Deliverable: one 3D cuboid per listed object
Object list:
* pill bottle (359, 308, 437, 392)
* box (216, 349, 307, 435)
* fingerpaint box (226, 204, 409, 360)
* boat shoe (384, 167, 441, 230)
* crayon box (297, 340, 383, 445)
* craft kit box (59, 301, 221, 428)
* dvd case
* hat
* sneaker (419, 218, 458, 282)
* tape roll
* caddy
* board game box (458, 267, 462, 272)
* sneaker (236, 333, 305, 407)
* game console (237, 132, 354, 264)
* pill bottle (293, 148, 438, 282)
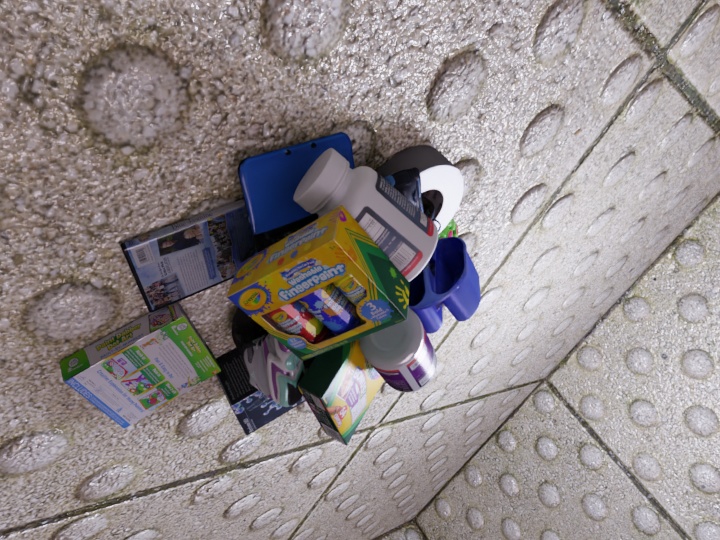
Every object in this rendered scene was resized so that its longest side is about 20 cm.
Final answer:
[{"bbox_3d":[0.074,0.147,0.919,0.112,0.113,0.201,-36,147,-3],"label":"pill bottle"},{"bbox_3d":[-0.179,0.215,1.052,0.198,0.108,0.150,-27,146,-17],"label":"box"},{"bbox_3d":[-0.057,0.028,0.720,0.198,0.074,0.167,-24,125,29],"label":"fingerpaint box"},{"bbox_3d":[0.098,-0.089,0.863,0.068,0.085,0.200,-27,149,4],"label":"boat shoe"},{"bbox_3d":[-0.022,0.197,0.949,0.174,0.057,0.202,-55,149,-28],"label":"crayon box"},{"bbox_3d":[-0.358,0.163,0.872,0.195,0.049,0.202,-27,145,-14],"label":"craft kit box"},{"bbox_3d":[-0.244,-0.023,0.785,0.197,0.018,0.144,-25,145,-23],"label":"dvd case"},{"bbox_3d":[-0.134,0.093,0.954,0.196,0.081,0.204,-1,121,-2],"label":"hat"},{"bbox_3d":[0.134,-0.044,1.095,0.200,0.083,0.077,-45,121,-18],"label":"sneaker"},{"bbox_3d":[0.096,-0.126,0.955,0.198,0.066,0.202,-26,144,-20],"label":"tape roll"},{"bbox_3d":[0.142,0.016,0.953,0.140,0.201,0.106,-26,117,24],"label":"caddy"},{"bbox_3d":[0.167,0.030,1.153,0.153,0.040,0.200,-49,175,14],"label":"board game box"},{"bbox_3d":[-0.154,0.118,0.880,0.077,0.138,0.204,6,96,-62],"label":"sneaker"},{"bbox_3d":[-0.104,-0.104,0.809,0.198,0.120,0.170,-24,175,-32],"label":"game console"},{"bbox_3d":[0.007,-0.078,0.748,0.199,0.120,0.120,38,104,-22],"label":"pill bottle"}]
